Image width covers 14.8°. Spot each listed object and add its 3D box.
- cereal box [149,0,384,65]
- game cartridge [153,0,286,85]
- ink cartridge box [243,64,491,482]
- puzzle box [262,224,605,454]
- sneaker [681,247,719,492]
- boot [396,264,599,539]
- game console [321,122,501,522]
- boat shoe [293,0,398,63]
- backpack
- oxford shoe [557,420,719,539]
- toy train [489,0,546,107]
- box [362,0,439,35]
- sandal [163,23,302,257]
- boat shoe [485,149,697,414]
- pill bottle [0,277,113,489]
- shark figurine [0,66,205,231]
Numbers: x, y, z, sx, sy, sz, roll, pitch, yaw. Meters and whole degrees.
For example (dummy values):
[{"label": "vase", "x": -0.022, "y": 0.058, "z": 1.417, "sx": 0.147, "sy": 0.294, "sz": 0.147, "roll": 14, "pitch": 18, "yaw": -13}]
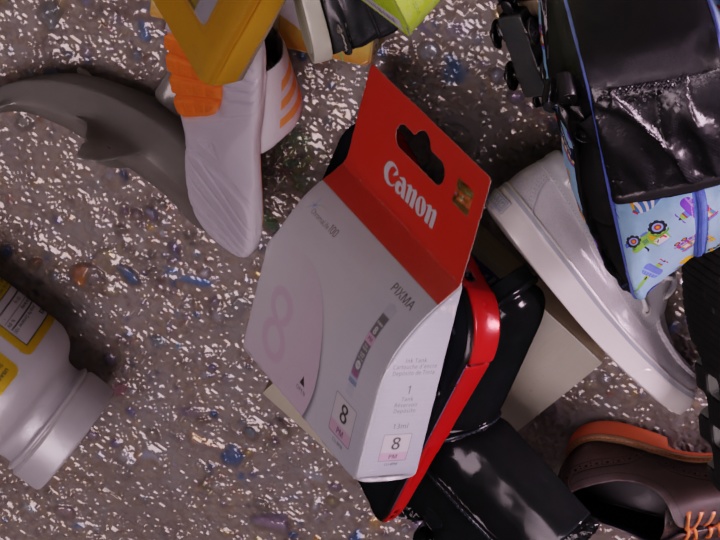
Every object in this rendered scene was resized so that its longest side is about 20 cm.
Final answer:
[{"label": "cereal box", "x": -0.046, "y": -0.229, "z": 1.642, "sx": 0.144, "sy": 0.040, "sz": 0.200, "roll": 15, "pitch": 123, "yaw": 9}, {"label": "game cartridge", "x": -0.081, "y": -0.233, "z": 1.551, "sx": 0.176, "sy": 0.032, "sz": 0.200, "roll": 59, "pitch": 141, "yaw": 26}, {"label": "ink cartridge box", "x": 0.000, "y": 0.000, "z": 1.656, "sx": 0.057, "sy": 0.163, "sz": 0.200, "roll": -5, "pitch": 121, "yaw": -27}, {"label": "puzzle box", "x": 0.048, "y": 0.064, "z": 1.800, "sx": 0.133, "sy": 0.025, "sz": 0.200, "roll": 43, "pitch": 123, "yaw": -10}, {"label": "sneaker", "x": 0.250, "y": 0.037, "z": 1.696, "sx": 0.088, "sy": 0.074, "sz": 0.200, "roll": -14, "pitch": 116, "yaw": -13}, {"label": "boot", "x": 0.087, "y": 0.108, "z": 1.728, "sx": 0.162, "sy": 0.073, "sz": 0.198, "roll": 52, "pitch": 130, "yaw": 8}, {"label": "game console", "x": 0.010, "y": 0.027, "z": 1.707, "sx": 0.031, "sy": 0.200, "sz": 0.177, "roll": 4, "pitch": 132, "yaw": -33}, {"label": "boat shoe", "x": -0.015, "y": -0.220, "z": 1.575, "sx": 0.066, "sy": 0.075, "sz": 0.200, "roll": -12, "pitch": 103, "yaw": -6}, {"label": "backpack", "x": 0.175, "y": -0.091, "z": 1.576, "sx": 0.134, "sy": 0.183, "sz": 0.200, "roll": -12, "pitch": 131, "yaw": 6}, {"label": "oxford shoe", "x": 0.222, "y": 0.155, "z": 1.769, "sx": 0.200, "sy": 0.073, "sz": 0.071, "roll": 10, "pitch": 123, "yaw": 13}, {"label": "toy train", "x": 0.082, "y": -0.189, "z": 1.622, "sx": 0.034, "sy": 0.046, "sz": 0.200, "roll": -6, "pitch": 116, "yaw": 28}, {"label": "box", "x": 0.066, "y": -0.234, "z": 1.510, "sx": 0.048, "sy": 0.122, "sz": 0.200, "roll": 38, "pitch": 84, "yaw": 20}, {"label": "sandal", "x": -0.072, "y": -0.099, "z": 1.690, "sx": 0.079, "sy": 0.059, "sz": 0.207, "roll": 36, "pitch": 145, "yaw": 28}, {"label": "boat shoe", "x": 0.157, "y": 0.006, "z": 1.706, "sx": 0.069, "sy": 0.072, "sz": 0.200, "roll": -41, "pitch": 111, "yaw": 3}, {"label": "pill bottle", "x": -0.268, "y": 0.053, "z": 1.844, "sx": 0.200, "sy": 0.112, "sz": 0.112, "roll": 38, "pitch": 124, "yaw": -7}, {"label": "shark figurine", "x": -0.181, "y": -0.086, "z": 1.748, "sx": 0.214, "sy": 0.090, "sz": 0.128, "roll": 13, "pitch": 122, "yaw": 8}]
